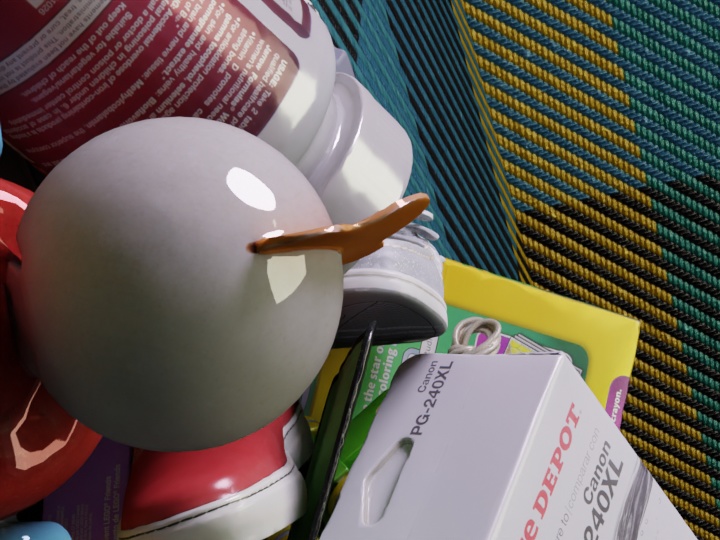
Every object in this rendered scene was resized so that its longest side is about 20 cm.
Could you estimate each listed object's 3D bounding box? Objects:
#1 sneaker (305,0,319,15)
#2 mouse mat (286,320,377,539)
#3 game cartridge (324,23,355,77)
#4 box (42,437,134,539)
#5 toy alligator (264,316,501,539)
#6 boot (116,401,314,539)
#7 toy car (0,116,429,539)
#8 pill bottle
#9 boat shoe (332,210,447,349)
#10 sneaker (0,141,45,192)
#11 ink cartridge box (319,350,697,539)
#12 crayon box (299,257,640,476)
[{"bbox_3d":[-0.044,-0.036,1.005,0.077,0.089,0.200,37,-43,39],"label":"sneaker"},{"bbox_3d":[-0.024,0.108,0.903,0.200,0.008,0.161,112,-7,-80],"label":"mouse mat"},{"bbox_3d":[-0.049,-0.014,1.149,0.200,0.041,0.133,-58,139,-39],"label":"game cartridge"},{"bbox_3d":[-0.089,0.114,0.944,0.137,0.039,0.200,67,15,-47],"label":"box"},{"bbox_3d":[-0.006,0.098,1.066,0.059,0.200,0.054,39,-22,40],"label":"toy alligator"},{"bbox_3d":[-0.071,0.029,0.869,0.200,0.072,0.145,-79,151,-79],"label":"boot"},{"bbox_3d":[-0.073,0.010,0.665,0.177,0.200,0.185,24,56,-79],"label":"toy car"},{"bbox_3d":[-0.079,-0.077,0.803,0.200,0.109,0.110,42,28,-29],"label":"pill bottle"},{"bbox_3d":[0.002,0.000,1.000,0.202,0.074,0.065,31,55,-84],"label":"boat shoe"},{"bbox_3d":[-0.108,-0.103,0.888,0.075,0.106,0.200,61,19,-62],"label":"sneaker"},{"bbox_3d":[0.074,0.149,0.972,0.200,0.083,0.145,52,49,-36],"label":"ink cartridge box"},{"bbox_3d":[0.037,0.099,1.145,0.058,0.172,0.200,-5,-110,65],"label":"crayon box"}]
